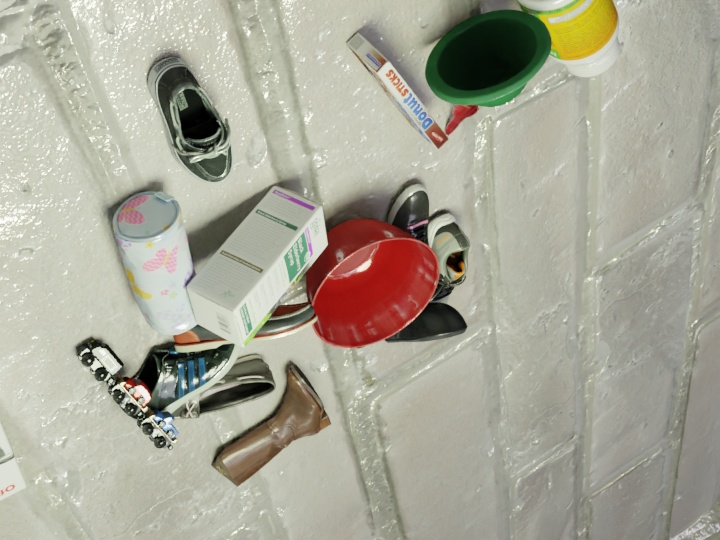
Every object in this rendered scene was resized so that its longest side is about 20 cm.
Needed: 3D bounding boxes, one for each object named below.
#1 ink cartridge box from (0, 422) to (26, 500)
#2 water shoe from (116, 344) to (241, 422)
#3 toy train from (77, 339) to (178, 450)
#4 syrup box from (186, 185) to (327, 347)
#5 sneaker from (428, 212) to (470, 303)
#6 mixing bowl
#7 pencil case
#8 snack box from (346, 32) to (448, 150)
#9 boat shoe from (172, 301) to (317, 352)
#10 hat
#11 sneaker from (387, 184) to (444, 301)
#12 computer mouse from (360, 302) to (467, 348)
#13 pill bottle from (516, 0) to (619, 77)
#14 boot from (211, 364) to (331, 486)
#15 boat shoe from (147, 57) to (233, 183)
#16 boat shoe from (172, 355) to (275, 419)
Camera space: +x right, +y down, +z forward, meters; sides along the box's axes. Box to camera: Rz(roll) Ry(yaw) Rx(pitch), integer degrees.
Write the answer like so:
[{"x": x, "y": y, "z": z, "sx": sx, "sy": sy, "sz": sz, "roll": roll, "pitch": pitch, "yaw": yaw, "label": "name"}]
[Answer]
[{"x": -0.515, "y": 0.223, "z": 1.532, "sx": 0.144, "sy": 0.084, "sz": 0.200, "roll": -26, "pitch": 143, "yaw": -20, "label": "ink cartridge box"}, {"x": -0.248, "y": 0.134, "z": 1.698, "sx": 0.200, "sy": 0.072, "sz": 0.079, "roll": -42, "pitch": 138, "yaw": -1, "label": "water shoe"}, {"x": -0.305, "y": 0.167, "z": 1.651, "sx": 0.046, "sy": 0.034, "sz": 0.200, "roll": -41, "pitch": 119, "yaw": -11, "label": "toy train"}, {"x": -0.129, "y": -0.008, "z": 1.583, "sx": 0.200, "sy": 0.081, "sz": 0.079, "roll": -51, "pitch": 153, "yaw": -30, "label": "syrup box"}, {"x": 0.125, "y": 0.007, "z": 1.904, "sx": 0.074, "sy": 0.079, "sz": 0.200, "roll": -23, "pitch": 143, "yaw": -26, "label": "sneaker"}, {"x": 0.000, "y": 0.000, "z": 1.743, "sx": 0.200, "sy": 0.108, "sz": 0.200, "roll": -19, "pitch": 138, "yaw": -18, "label": "mixing bowl"}, {"x": -0.246, "y": -0.007, "z": 1.537, "sx": 0.091, "sy": 0.083, "sz": 0.200, "roll": -35, "pitch": 145, "yaw": -19, "label": "pencil case"}, {"x": 0.051, "y": -0.228, "z": 1.583, "sx": 0.024, "sy": 0.072, "sz": 0.200, "roll": -44, "pitch": 145, "yaw": 2, "label": "snack box"}, {"x": -0.159, "y": 0.063, "z": 1.653, "sx": 0.199, "sy": 0.071, "sz": 0.063, "roll": -9, "pitch": 99, "yaw": 3, "label": "boat shoe"}, {"x": 0.186, "y": -0.226, "z": 1.616, "sx": 0.165, "sy": 0.200, "sz": 0.176, "roll": -30, "pitch": 132, "yaw": 1, "label": "hat"}, {"x": 0.088, "y": -0.030, "z": 1.811, "sx": 0.071, "sy": 0.099, "sz": 0.200, "roll": -18, "pitch": 139, "yaw": -27, "label": "sneaker"}, {"x": 0.079, "y": 0.080, "z": 1.893, "sx": 0.138, "sy": 0.200, "sz": 0.053, "roll": -12, "pitch": 92, "yaw": -39, "label": "computer mouse"}, {"x": 0.280, "y": -0.344, "z": 1.639, "sx": 0.111, "sy": 0.111, "sz": 0.200, "roll": -43, "pitch": 145, "yaw": 3, "label": "pill bottle"}, {"x": -0.152, "y": 0.249, "z": 1.929, "sx": 0.200, "sy": 0.064, "sz": 0.187, "roll": -30, "pitch": 142, "yaw": -7, "label": "boot"}, {"x": -0.185, "y": -0.160, "z": 1.439, "sx": 0.073, "sy": 0.068, "sz": 0.200, "roll": -30, "pitch": 144, "yaw": -14, "label": "boat shoe"}, {"x": -0.215, "y": 0.179, "z": 1.789, "sx": 0.200, "sy": 0.057, "sz": 0.067, "roll": -19, "pitch": 140, "yaw": -28, "label": "boat shoe"}]
